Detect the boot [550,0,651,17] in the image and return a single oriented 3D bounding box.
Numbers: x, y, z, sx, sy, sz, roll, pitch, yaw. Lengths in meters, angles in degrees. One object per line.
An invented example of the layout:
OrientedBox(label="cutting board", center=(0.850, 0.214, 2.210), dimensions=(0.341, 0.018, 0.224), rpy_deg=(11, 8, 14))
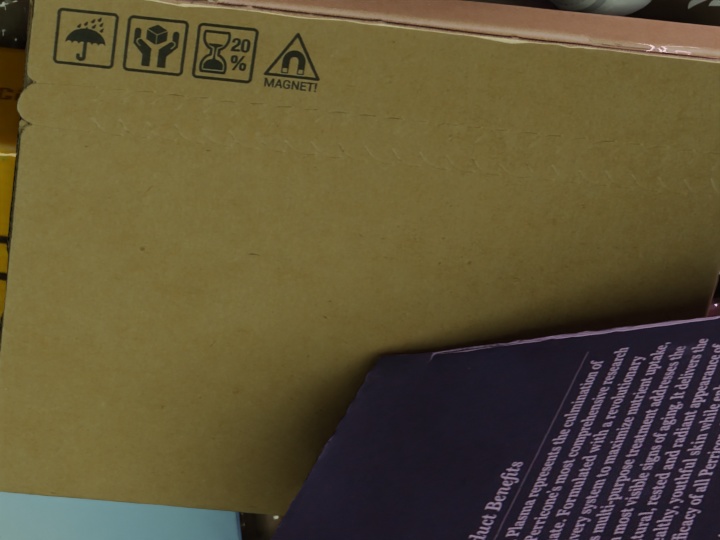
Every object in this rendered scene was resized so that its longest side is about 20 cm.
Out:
OrientedBox(label="boot", center=(0.022, -0.157, 0.716), dimensions=(0.095, 0.073, 0.202), rpy_deg=(-18, 104, -31))

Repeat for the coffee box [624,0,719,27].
OrientedBox(label="coffee box", center=(0.122, -0.171, 0.768), dimensions=(0.113, 0.080, 0.202), rpy_deg=(0, 111, 19))

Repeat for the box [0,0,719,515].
OrientedBox(label="box", center=(0.000, 0.000, 0.757), dimensions=(0.198, 0.021, 0.165), rpy_deg=(5, 121, -8))

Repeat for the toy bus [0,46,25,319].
OrientedBox(label="toy bus", center=(-0.094, -0.022, 0.796), dimensions=(0.198, 0.065, 0.079), rpy_deg=(7, 123, -4))

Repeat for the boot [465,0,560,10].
OrientedBox(label="boot", center=(0.001, -0.145, 0.773), dimensions=(0.199, 0.070, 0.147), rpy_deg=(10, 99, -39))

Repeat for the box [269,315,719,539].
OrientedBox(label="box", center=(0.103, 0.123, 0.710), dimensions=(0.195, 0.124, 0.201), rpy_deg=(-8, 118, 29))

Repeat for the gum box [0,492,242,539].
OrientedBox(label="gum box", center=(-0.119, 0.117, 0.870), dimensions=(0.168, 0.045, 0.202), rpy_deg=(-7, 109, -5))
